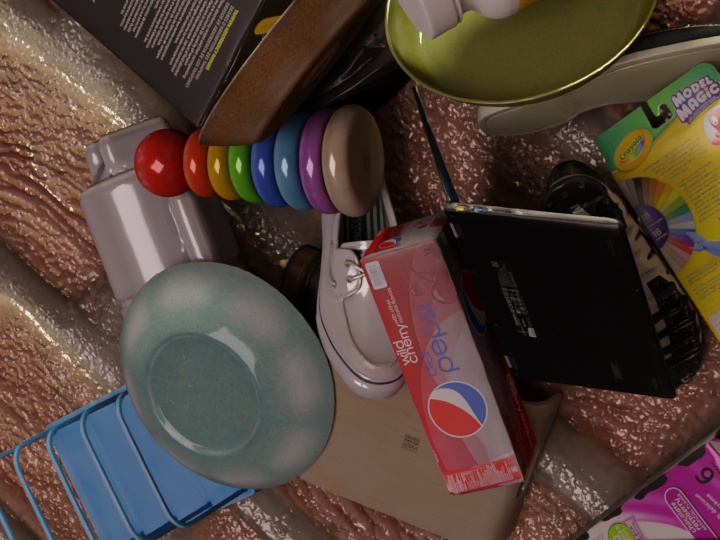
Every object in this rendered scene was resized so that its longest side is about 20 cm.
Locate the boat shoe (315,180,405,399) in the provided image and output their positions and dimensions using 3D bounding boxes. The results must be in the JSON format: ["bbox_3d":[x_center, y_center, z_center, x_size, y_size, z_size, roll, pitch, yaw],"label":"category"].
[{"bbox_3d":[0.000,0.000,1.365,0.067,0.073,0.201,105,157,-54],"label":"boat shoe"}]

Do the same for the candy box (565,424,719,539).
[{"bbox_3d":[0.245,0.225,1.343,0.137,0.061,0.200,51,124,8],"label":"candy box"}]

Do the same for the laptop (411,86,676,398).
[{"bbox_3d":[0.129,-0.020,1.261,0.199,0.116,0.188,7,143,29],"label":"laptop"}]

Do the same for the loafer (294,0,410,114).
[{"bbox_3d":[0.009,-0.175,1.375,0.200,0.073,0.072,-31,76,29],"label":"loafer"}]

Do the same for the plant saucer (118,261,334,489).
[{"bbox_3d":[-0.118,0.093,1.419,0.200,0.039,0.202,11,116,23],"label":"plant saucer"}]

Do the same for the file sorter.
[{"bbox_3d":[-0.220,0.184,1.581,0.199,0.123,0.139,-27,88,35],"label":"file sorter"}]

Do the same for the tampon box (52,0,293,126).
[{"bbox_3d":[-0.129,-0.233,1.387,0.200,0.150,0.127,41,122,15],"label":"tampon box"}]

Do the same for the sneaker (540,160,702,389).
[{"bbox_3d":[0.194,-0.004,1.308,0.066,0.091,0.200,-29,113,14],"label":"sneaker"}]

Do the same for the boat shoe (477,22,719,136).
[{"bbox_3d":[0.175,-0.155,1.274,0.198,0.074,0.066,-17,66,26],"label":"boat shoe"}]

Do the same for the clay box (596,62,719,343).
[{"bbox_3d":[0.267,-0.041,1.260,0.115,0.048,0.201,-35,83,34],"label":"clay box"}]

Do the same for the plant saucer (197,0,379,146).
[{"bbox_3d":[-0.040,-0.158,1.270,0.035,0.200,0.200,39,122,-1],"label":"plant saucer"}]

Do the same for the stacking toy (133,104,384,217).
[{"bbox_3d":[-0.086,-0.082,1.370,0.199,0.085,0.086,-1,103,25],"label":"stacking toy"}]

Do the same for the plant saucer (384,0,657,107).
[{"bbox_3d":[0.117,-0.187,1.254,0.199,0.201,0.031,12,151,28],"label":"plant saucer"}]

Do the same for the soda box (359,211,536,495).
[{"bbox_3d":[0.067,0.062,1.314,0.063,0.070,0.201,-15,105,19],"label":"soda box"}]

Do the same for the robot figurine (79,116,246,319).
[{"bbox_3d":[-0.164,-0.025,1.491,0.169,0.112,0.201,-11,100,67],"label":"robot figurine"}]

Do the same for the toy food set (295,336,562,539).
[{"bbox_3d":[0.047,0.125,1.421,0.199,0.060,0.144,21,118,7],"label":"toy food set"}]

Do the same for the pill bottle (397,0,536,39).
[{"bbox_3d":[0.112,-0.244,1.205,0.199,0.112,0.113,-31,86,-3],"label":"pill bottle"}]

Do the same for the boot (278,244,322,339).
[{"bbox_3d":[-0.023,0.087,1.460,0.097,0.075,0.201,16,110,30],"label":"boot"}]
